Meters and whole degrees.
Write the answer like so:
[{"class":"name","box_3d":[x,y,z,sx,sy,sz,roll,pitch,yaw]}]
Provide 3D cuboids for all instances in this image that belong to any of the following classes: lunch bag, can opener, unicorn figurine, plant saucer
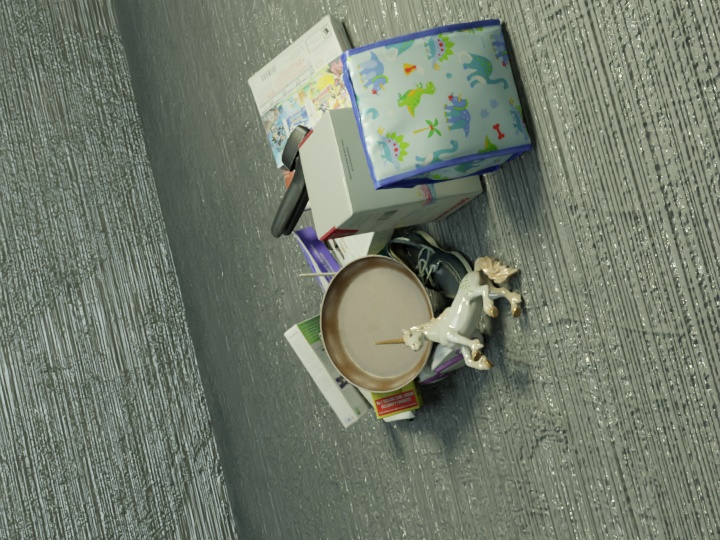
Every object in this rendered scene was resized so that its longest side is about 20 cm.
[{"class":"lunch bag","box_3d":[0.084,-0.195,1.107,0.127,0.198,0.172,-28,77,67]},{"class":"can opener","box_3d":[-0.100,-0.141,1.520,0.078,0.063,0.202,41,125,31]},{"class":"unicorn figurine","box_3d":[0.135,0.069,1.232,0.074,0.201,0.137,38,-179,-39]},{"class":"plant saucer","box_3d":[0.028,0.078,1.355,0.198,0.032,0.203,1,92,32]}]

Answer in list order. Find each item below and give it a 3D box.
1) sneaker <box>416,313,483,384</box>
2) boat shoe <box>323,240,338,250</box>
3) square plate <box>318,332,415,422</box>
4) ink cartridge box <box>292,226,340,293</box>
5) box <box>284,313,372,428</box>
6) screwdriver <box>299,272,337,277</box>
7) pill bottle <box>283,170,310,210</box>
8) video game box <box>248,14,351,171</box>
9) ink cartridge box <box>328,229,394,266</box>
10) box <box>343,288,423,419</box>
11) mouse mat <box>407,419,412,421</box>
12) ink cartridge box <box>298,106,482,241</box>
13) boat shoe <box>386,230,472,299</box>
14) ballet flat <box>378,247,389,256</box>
[{"class":"sneaker","box_3d":[0.115,0.106,1.355,0.101,0.074,0.200,71,157,13]},{"class":"boat shoe","box_3d":[-0.015,-0.105,1.570,0.075,0.073,0.201,63,149,23]},{"class":"square plate","box_3d":[0.013,0.168,1.545,0.199,0.028,0.200,52,163,1]},{"class":"ink cartridge box","box_3d":[-0.054,0.008,1.603,0.198,0.043,0.201,53,172,52]},{"class":"box","box_3d":[-0.048,0.176,1.658,0.201,0.036,0.144,57,-161,5]},{"class":"screwdriver","box_3d":[0.000,0.000,1.447,0.028,0.197,0.030,44,-131,-81]},{"class":"pill bottle","box_3d":[-0.089,-0.213,1.640,0.112,0.111,0.203,176,82,-68]},{"class":"video game box","box_3d":[-0.085,-0.296,1.541,0.199,0.047,0.184,-31,67,29]},{"class":"ink cartridge box","box_3d":[-0.010,-0.089,1.469,0.161,0.047,0.201,60,157,24]},{"class":"box","box_3d":[0.035,0.122,1.417,0.050,0.074,0.203,-1,-104,-80]},{"class":"mouse mat","box_3d":[0.028,0.167,1.562,0.161,0.008,0.201,43,160,29]},{"class":"ink cartridge box","box_3d":[0.039,-0.139,1.251,0.145,0.197,0.147,147,111,-66]},{"class":"boat shoe","box_3d":[0.103,-0.005,1.344,0.200,0.061,0.076,-133,38,-51]},{"class":"ballet flat","box_3d":[0.039,0.002,1.505,0.068,0.067,0.201,92,156,-47]}]
